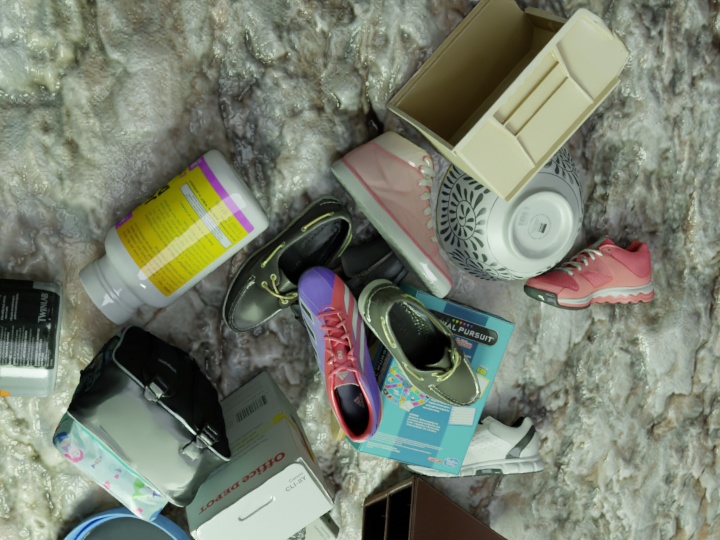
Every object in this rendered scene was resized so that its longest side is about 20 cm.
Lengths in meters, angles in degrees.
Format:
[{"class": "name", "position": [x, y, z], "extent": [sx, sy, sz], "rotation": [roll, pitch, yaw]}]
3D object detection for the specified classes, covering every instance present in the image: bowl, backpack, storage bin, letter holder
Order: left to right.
[{"class": "bowl", "position": [-0.283, 0.389, 1.093], "extent": [0.197, 0.039, 0.204], "rotation": [1, 98, 6]}, {"class": "backpack", "position": [-0.232, 0.157, 0.971], "extent": [0.150, 0.200, 0.178], "rotation": [-43, 108, 7]}, {"class": "letter holder", "position": [0.101, 0.395, 1.185], "extent": [0.100, 0.143, 0.199], "rotation": [-33, 121, 32]}, {"class": "storage bin", "position": [0.154, -0.199, 0.954], "extent": [0.093, 0.200, 0.199], "rotation": [40, 95, -28]}, {"class": "bowl", "position": [0.200, -0.067, 1.080], "extent": [0.197, 0.094, 0.204], "rotation": [-6, 112, -16]}]

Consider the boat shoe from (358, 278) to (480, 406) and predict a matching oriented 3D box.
[{"class": "boat shoe", "position": [0.076, 0.093, 1.006], "extent": [0.072, 0.060, 0.202], "rotation": [-46, 116, -7]}]

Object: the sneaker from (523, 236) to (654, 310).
[{"class": "sneaker", "position": [0.297, -0.001, 1.160], "extent": [0.197, 0.074, 0.088], "rotation": [-4, 102, -24]}]

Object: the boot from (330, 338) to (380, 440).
[{"class": "boot", "position": [0.050, 0.132, 1.123], "extent": [0.142, 0.071, 0.204], "rotation": [14, 102, -22]}]

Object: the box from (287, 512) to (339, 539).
[{"class": "box", "position": [-0.124, 0.376, 1.144], "extent": [0.200, 0.068, 0.082], "rotation": [-44, 85, -2]}]

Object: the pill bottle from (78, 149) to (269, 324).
[{"class": "pill bottle", "position": [-0.203, -0.032, 0.960], "extent": [0.199, 0.104, 0.105], "rotation": [-38, 117, -1]}]

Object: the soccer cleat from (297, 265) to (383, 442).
[{"class": "soccer cleat", "position": [-0.021, 0.093, 0.989], "extent": [0.067, 0.073, 0.203], "rotation": [-16, 95, 5]}]

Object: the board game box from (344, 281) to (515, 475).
[{"class": "board game box", "position": [0.085, 0.134, 1.081], "extent": [0.149, 0.047, 0.203], "rotation": [19, 94, -27]}]

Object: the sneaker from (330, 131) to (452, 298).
[{"class": "sneaker", "position": [0.062, -0.073, 1.000], "extent": [0.104, 0.075, 0.201], "rotation": [-36, 73, -5]}]

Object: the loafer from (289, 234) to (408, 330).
[{"class": "loafer", "position": [0.000, 0.000, 1.057], "extent": [0.072, 0.073, 0.200], "rotation": [40, 94, -22]}]

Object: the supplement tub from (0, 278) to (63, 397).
[{"class": "supplement tub", "position": [-0.414, 0.067, 0.921], "extent": [0.197, 0.123, 0.125], "rotation": [5, 109, -19]}]

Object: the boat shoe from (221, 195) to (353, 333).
[{"class": "boat shoe", "position": [-0.086, -0.001, 1.032], "extent": [0.072, 0.061, 0.202], "rotation": [40, 95, -23]}]

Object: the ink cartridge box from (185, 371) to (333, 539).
[{"class": "ink cartridge box", "position": [-0.129, 0.230, 1.031], "extent": [0.144, 0.200, 0.084], "rotation": [-34, 117, -2]}]

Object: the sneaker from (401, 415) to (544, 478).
[{"class": "sneaker", "position": [0.150, 0.240, 1.207], "extent": [0.196, 0.074, 0.082], "rotation": [-3, 82, -11]}]
